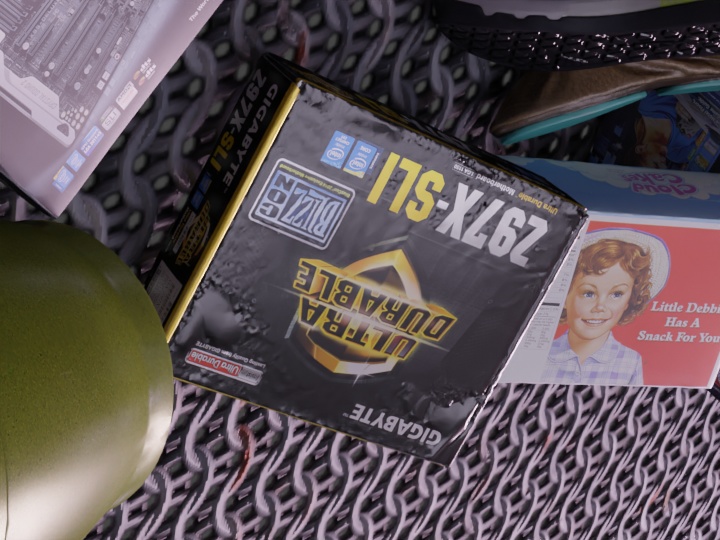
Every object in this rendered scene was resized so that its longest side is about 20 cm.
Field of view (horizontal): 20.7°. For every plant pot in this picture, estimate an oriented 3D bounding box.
[{"bbox_3d":[-0.176,0.058,0.764,0.192,0.199,0.202,-18,132,-61],"label":"plant pot"}]

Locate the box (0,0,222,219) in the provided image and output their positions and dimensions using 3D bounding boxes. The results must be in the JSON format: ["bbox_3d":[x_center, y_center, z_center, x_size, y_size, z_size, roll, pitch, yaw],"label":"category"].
[{"bbox_3d":[-0.114,-0.143,0.781,0.201,0.050,0.158,-53,147,-8],"label":"box"}]

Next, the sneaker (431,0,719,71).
[{"bbox_3d":[0.136,-0.155,1.025,0.072,0.198,0.084,56,33,-75],"label":"sneaker"}]

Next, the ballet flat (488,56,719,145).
[{"bbox_3d":[0.160,-0.127,1.130,0.198,0.068,0.073,-13,90,-11],"label":"ballet flat"}]

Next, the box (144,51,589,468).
[{"bbox_3d":[0.000,0.000,0.993,0.199,0.049,0.161,22,101,-35],"label":"box"}]

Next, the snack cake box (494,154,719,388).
[{"bbox_3d":[0.122,0.001,1.127,0.198,0.067,0.116,4,117,-22],"label":"snack cake box"}]

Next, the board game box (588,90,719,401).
[{"bbox_3d":[0.206,-0.014,1.227,0.061,0.200,0.201,-18,145,-46],"label":"board game box"}]
